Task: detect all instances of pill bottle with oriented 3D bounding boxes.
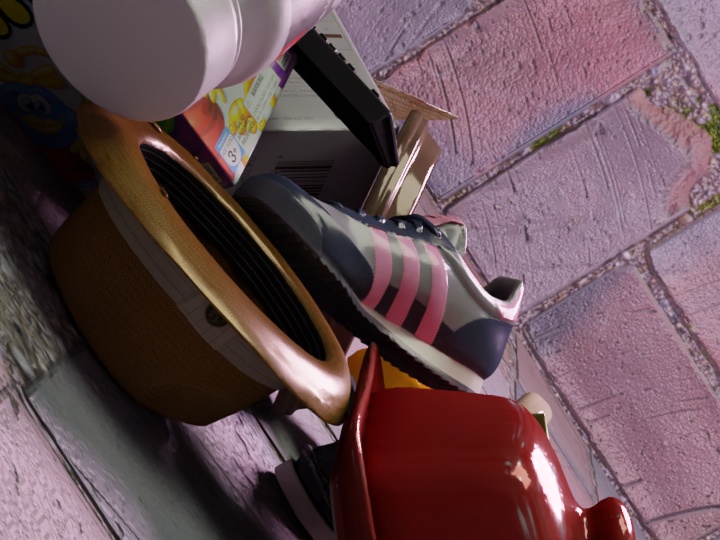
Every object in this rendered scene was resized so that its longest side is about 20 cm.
[{"bbox_3d":[-0.062,-0.158,1.169,0.114,0.114,0.200,56,43,-13],"label":"pill bottle"}]

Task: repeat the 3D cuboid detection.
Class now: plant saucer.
[{"bbox_3d":[0.000,0.000,1.432,0.029,0.200,0.200,26,7,1],"label":"plant saucer"}]

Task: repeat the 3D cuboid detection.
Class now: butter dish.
[{"bbox_3d":[0.067,0.143,1.234,0.199,0.147,0.201,-71,155,-78],"label":"butter dish"}]

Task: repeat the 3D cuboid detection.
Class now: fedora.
[{"bbox_3d":[-0.089,0.012,1.168,0.201,0.082,0.201,49,10,-11],"label":"fedora"}]

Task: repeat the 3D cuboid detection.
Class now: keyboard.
[{"bbox_3d":[-0.048,-0.147,1.316,0.200,0.021,0.127,47,-6,20],"label":"keyboard"}]

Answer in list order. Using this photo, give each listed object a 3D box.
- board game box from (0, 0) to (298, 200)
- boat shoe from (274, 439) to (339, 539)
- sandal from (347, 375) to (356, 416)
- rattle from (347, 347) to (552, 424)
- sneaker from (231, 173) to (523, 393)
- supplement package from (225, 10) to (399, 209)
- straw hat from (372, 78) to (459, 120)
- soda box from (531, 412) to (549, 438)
[{"bbox_3d":[-0.139,-0.140,1.248,0.200,0.105,0.103,53,43,-33],"label":"board game box"},{"bbox_3d":[0.014,0.140,1.407,0.075,0.062,0.200,63,9,33],"label":"boat shoe"},{"bbox_3d":[0.026,0.119,1.530,0.201,0.048,0.075,63,5,-57],"label":"sandal"},{"bbox_3d":[0.055,0.100,1.634,0.143,0.130,0.200,63,8,5],"label":"rattle"},{"bbox_3d":[0.012,-0.009,1.307,0.070,0.082,0.200,18,-19,50],"label":"sneaker"},{"bbox_3d":[-0.080,-0.114,1.469,0.117,0.117,0.200,-3,47,-30],"label":"supplement package"},{"bbox_3d":[-0.040,-0.104,1.664,0.201,0.085,0.201,22,2,-1],"label":"straw hat"},{"bbox_3d":[0.088,0.185,1.420,0.064,0.068,0.200,91,-6,-55],"label":"soda box"}]
